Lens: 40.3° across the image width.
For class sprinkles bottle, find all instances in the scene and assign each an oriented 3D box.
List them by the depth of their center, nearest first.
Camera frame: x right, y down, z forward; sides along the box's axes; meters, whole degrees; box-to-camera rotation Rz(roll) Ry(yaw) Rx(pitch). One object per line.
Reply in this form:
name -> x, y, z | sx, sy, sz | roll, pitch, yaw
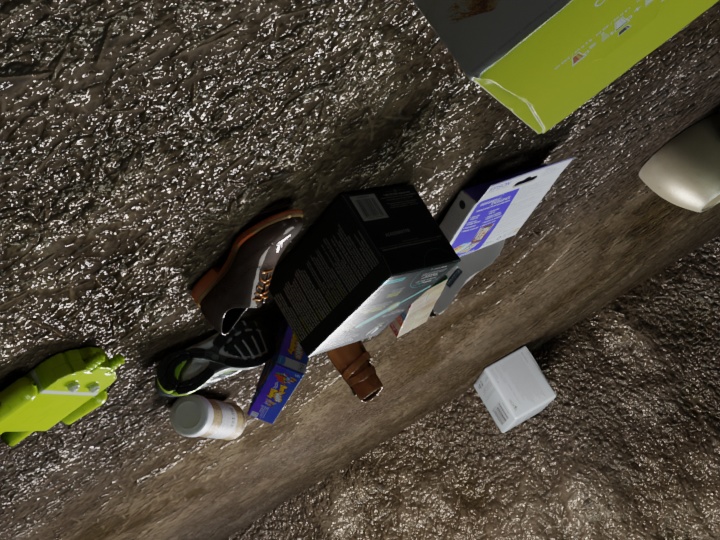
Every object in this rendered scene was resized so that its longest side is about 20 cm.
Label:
sprinkles bottle -> -0.257, 0.252, 1.671 | 0.068, 0.068, 0.200 | -33, 164, 4

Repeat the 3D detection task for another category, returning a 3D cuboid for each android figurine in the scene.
android figurine -> -0.385, 0.157, 1.219 | 0.199, 0.041, 0.182 | -33, 163, 8

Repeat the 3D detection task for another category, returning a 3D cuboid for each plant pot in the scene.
plant pot -> 0.685, -0.199, 1.978 | 0.199, 0.135, 0.201 | -29, 163, -10

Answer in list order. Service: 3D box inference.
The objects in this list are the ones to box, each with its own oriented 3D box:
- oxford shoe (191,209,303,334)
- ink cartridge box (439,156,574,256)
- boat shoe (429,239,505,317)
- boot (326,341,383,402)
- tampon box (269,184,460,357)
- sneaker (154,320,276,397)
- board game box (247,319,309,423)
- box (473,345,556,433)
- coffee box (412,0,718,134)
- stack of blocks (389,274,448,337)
oxford shoe -> -0.124, 0.002, 1.185 | 0.071, 0.073, 0.200 | -10, 152, -51
ink cartridge box -> 0.218, -0.106, 1.545 | 0.197, 0.044, 0.200 | -20, 155, -37
boat shoe -> 0.163, -0.013, 1.706 | 0.200, 0.075, 0.093 | -45, -163, -3
boot -> -0.023, 0.136, 1.608 | 0.076, 0.156, 0.200 | -28, 163, -10
tampon box -> 0.000, 0.000, 1.313 | 0.149, 0.127, 0.200 | -13, 156, -47
sneaker -> -0.214, 0.129, 1.423 | 0.199, 0.074, 0.081 | -18, 173, -33
board game box -> -0.113, 0.134, 1.499 | 0.200, 0.044, 0.135 | 122, -12, -57
box -> 0.508, 0.395, 3.243 | 0.170, 0.201, 0.199 | -25, 162, -15
coffee box -> 0.135, -0.250, 0.716 | 0.199, 0.198, 0.200 | -37, 163, 17
stack of blocks -> 0.062, 0.012, 1.483 | 0.058, 0.116, 0.200 | -27, 164, -15
